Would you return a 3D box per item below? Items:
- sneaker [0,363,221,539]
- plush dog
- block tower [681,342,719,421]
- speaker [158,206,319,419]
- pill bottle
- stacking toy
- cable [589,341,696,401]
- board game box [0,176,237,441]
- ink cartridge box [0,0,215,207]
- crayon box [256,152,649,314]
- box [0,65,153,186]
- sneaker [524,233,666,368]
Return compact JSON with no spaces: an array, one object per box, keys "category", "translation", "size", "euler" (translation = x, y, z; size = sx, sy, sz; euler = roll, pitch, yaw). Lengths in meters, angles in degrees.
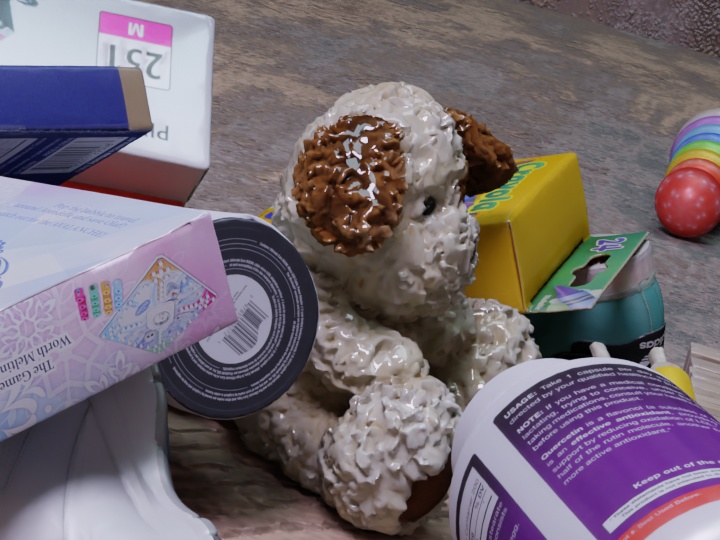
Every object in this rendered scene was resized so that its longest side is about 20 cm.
[{"category":"sneaker","translation":[-0.090,0.096,0.694],"size":[0.086,0.075,0.200],"euler":[-9,38,-18]},{"category":"plush dog","translation":[0.000,0.000,0.960],"size":[0.159,0.173,0.200],"euler":[19,15,14]},{"category":"block tower","translation":[0.179,0.088,1.056],"size":[0.057,0.054,0.200],"euler":[15,14,4]},{"category":"speaker","translation":[-0.101,0.009,0.918],"size":[0.081,0.082,0.200],"euler":[5,2,-33]},{"category":"pill bottle","translation":[0.102,0.103,0.796],"size":[0.112,0.113,0.200],"euler":[10,15,-20]},{"category":"stacking toy","translation":[0.276,-0.069,1.740],"size":[0.085,0.086,0.200],"euler":[18,21,13]},{"category":"cable","translation":[0.127,0.102,0.910],"size":[0.096,0.051,0.200],"euler":[-16,34,-14]},{"category":"board game box","translation":[-0.177,0.025,0.711],"size":[0.198,0.044,0.199],"euler":[-28,23,-32]},{"category":"ink cartridge box","translation":[-0.173,-0.062,1.064],"size":[0.199,0.175,0.044],"euler":[10,-30,-19]},{"category":"crayon box","translation":[0.036,-0.015,1.116],"size":[0.199,0.052,0.126],"euler":[-5,16,23]},{"category":"box","translation":[-0.197,-0.049,0.849],"size":[0.199,0.033,0.121],"euler":[-5,-11,-38]},{"category":"sneaker","translation":[0.087,0.025,1.199],"size":[0.071,0.080,0.199],"euler":[-25,17,-35]}]
